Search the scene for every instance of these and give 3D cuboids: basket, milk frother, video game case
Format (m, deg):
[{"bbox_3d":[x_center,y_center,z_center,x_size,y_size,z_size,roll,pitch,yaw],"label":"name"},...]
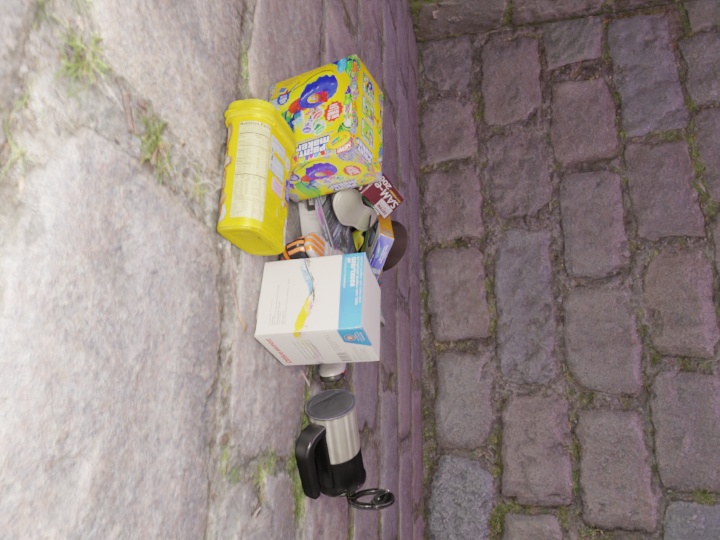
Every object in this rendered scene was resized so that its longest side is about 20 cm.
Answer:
[{"bbox_3d":[0.041,-0.076,1.617,0.137,0.180,0.199,51,16,14],"label":"basket"},{"bbox_3d":[-0.023,0.382,1.137,0.181,0.193,0.195,-50,135,-65],"label":"milk frother"},{"bbox_3d":[-0.052,-0.094,1.166,0.144,0.018,0.205,-68,148,-58],"label":"video game case"}]

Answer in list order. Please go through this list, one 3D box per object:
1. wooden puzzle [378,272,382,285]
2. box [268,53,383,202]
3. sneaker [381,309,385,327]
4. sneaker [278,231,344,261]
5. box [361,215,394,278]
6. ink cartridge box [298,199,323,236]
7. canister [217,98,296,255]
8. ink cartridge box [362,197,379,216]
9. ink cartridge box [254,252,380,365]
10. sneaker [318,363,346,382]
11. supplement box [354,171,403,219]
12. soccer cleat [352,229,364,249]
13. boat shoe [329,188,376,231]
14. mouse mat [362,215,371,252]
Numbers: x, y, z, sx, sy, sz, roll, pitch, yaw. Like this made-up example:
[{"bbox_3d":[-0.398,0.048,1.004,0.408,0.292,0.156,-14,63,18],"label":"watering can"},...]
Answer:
[{"bbox_3d":[0.006,0.072,1.504,0.205,0.036,0.185,-65,164,-2],"label":"wooden puzzle"},{"bbox_3d":[-0.067,-0.259,1.019,0.121,0.194,0.199,34,52,-56],"label":"box"},{"bbox_3d":[0.043,0.099,1.717,0.202,0.071,0.122,60,36,-58],"label":"sneaker"},{"bbox_3d":[-0.090,-0.001,1.083,0.200,0.109,0.080,48,36,-44],"label":"sneaker"},{"bbox_3d":[0.038,-0.055,1.284,0.201,0.040,0.122,-95,-155,-65],"label":"box"},{"bbox_3d":[-0.095,-0.177,1.212,0.116,0.064,0.207,-46,132,-71],"label":"ink cartridge box"},{"bbox_3d":[-0.165,-0.142,0.871,0.149,0.083,0.207,48,42,-69],"label":"canister"},{"bbox_3d":[-0.023,-0.183,1.308,0.163,0.050,0.199,57,-26,-1],"label":"ink cartridge box"},{"bbox_3d":[-0.071,0.074,0.985,0.148,0.193,0.149,64,24,-57],"label":"ink cartridge box"},{"bbox_3d":[-0.064,0.174,1.281,0.202,0.065,0.112,-62,146,-71],"label":"sneaker"},{"bbox_3d":[-0.002,-0.207,1.103,0.202,0.061,0.108,55,10,35],"label":"supplement box"},{"bbox_3d":[-0.024,-0.076,1.387,0.084,0.064,0.200,-49,-177,0],"label":"soccer cleat"},{"bbox_3d":[-0.024,-0.138,1.146,0.075,0.060,0.199,-56,158,8],"label":"boat shoe"},{"bbox_3d":[0.000,0.000,1.201,0.203,0.007,0.165,101,-1,-53],"label":"mouse mat"}]
